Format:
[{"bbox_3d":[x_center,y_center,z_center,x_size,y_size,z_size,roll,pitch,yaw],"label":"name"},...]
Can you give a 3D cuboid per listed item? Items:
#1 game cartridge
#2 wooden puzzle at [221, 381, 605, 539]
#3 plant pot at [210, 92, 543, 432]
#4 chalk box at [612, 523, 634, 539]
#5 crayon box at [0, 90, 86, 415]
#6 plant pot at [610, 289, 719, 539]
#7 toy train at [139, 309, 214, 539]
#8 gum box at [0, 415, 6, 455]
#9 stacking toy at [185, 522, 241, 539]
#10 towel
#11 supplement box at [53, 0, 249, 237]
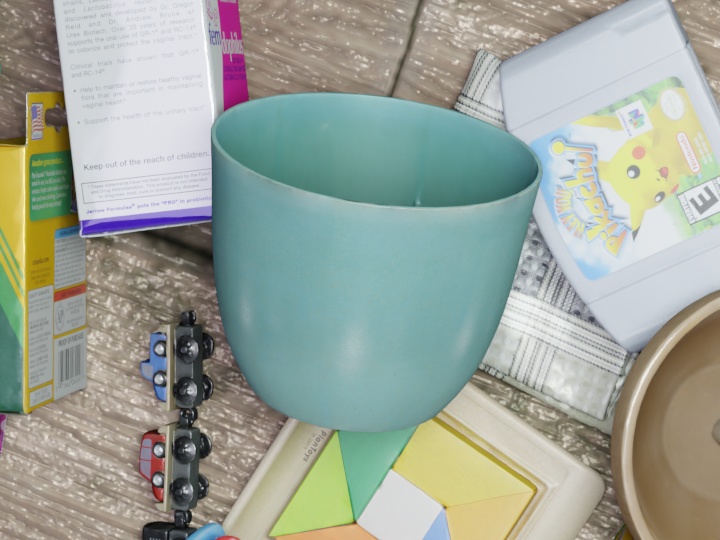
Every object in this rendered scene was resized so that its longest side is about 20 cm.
[{"bbox_3d":[0.169,-0.057,1.440,0.133,0.040,0.201,-25,91,19],"label":"game cartridge"},{"bbox_3d":[0.031,0.157,1.517,0.199,0.037,0.186,34,100,6],"label":"wooden puzzle"},{"bbox_3d":[0.000,0.000,1.412,0.199,0.201,0.162,12,113,9],"label":"plant pot"},{"bbox_3d":[0.159,0.279,1.459,0.124,0.124,0.201,34,100,7],"label":"chalk box"},{"bbox_3d":[-0.218,-0.016,1.503,0.051,0.126,0.202,2,95,11],"label":"crayon box"},{"bbox_3d":[0.240,0.104,1.429,0.199,0.093,0.203,-1,93,-12],"label":"plant pot"},{"bbox_3d":[-0.125,0.126,1.547,0.045,0.034,0.202,5,97,23],"label":"toy train"},{"bbox_3d":[-0.313,0.094,1.493,0.113,0.200,0.067,10,97,11],"label":"gum box"},{"bbox_3d":[-0.025,0.229,1.480,0.198,0.110,0.117,2,98,15],"label":"stacking toy"},{"bbox_3d":[0.126,-0.015,1.484,0.199,0.035,0.194,25,99,7],"label":"towel"},{"bbox_3d":[-0.132,-0.130,1.489,0.102,0.101,0.202,-7,94,11],"label":"supplement box"}]
